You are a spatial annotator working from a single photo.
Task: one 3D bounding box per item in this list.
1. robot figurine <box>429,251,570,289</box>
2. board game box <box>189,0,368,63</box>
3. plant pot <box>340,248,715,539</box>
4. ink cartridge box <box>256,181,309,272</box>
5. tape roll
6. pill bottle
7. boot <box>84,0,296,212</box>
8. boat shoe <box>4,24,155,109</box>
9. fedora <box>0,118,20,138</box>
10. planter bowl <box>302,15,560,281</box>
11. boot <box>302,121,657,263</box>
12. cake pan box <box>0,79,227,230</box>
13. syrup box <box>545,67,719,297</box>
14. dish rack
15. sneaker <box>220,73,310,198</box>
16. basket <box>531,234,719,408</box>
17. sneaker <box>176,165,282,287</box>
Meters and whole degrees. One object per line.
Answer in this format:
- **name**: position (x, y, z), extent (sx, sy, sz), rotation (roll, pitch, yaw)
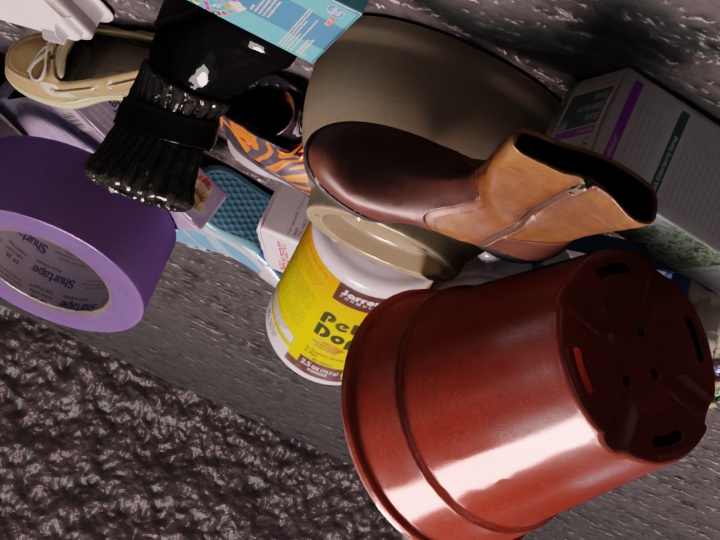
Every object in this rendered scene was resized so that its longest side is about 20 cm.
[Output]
- **robot figurine**: position (0.109, 0.033, 1.769), extent (0.112, 0.200, 0.170), rotation (6, 122, 17)
- **board game box**: position (-0.095, -0.216, 1.438), extent (0.199, 0.047, 0.151), rotation (27, 168, -9)
- **plant pot**: position (0.124, 0.082, 1.500), extent (0.200, 0.201, 0.195), rotation (31, 145, -29)
- **ink cartridge box**: position (0.017, -0.018, 1.968), extent (0.199, 0.084, 0.145), rotation (22, 168, 7)
- **tape roll**: position (-0.276, -0.032, 2.016), extent (0.199, 0.085, 0.200), rotation (18, 153, 9)
- **pill bottle**: position (0.000, 0.000, 1.734), extent (0.109, 0.109, 0.200), rotation (25, 143, -3)
- **boot**: position (-0.119, -0.123, 1.613), extent (0.079, 0.158, 0.211), rotation (29, 167, -23)
- **boat shoe**: position (-0.218, -0.174, 1.804), extent (0.200, 0.073, 0.063), rotation (13, 158, 31)
- **fedora**: position (-0.400, -0.133, 2.120), extent (0.200, 0.090, 0.177), rotation (40, 174, 30)
- **planter bowl**: position (0.039, -0.076, 1.569), extent (0.200, 0.135, 0.200), rotation (23, 167, 6)
- **boot**: position (0.069, -0.056, 1.383), extent (0.188, 0.069, 0.200), rotation (29, 169, -10)
- **cake pan box**: position (-0.241, -0.117, 2.036), extent (0.200, 0.052, 0.184), rotation (44, 159, -21)
- **syrup box**: position (0.221, -0.050, 1.454), extent (0.200, 0.082, 0.079), rotation (31, 165, -19)
- **dish rack**: position (-0.313, -0.241, 1.762), extent (0.199, 0.044, 0.172), rotation (17, 165, 28)
- **sneaker**: position (-0.031, -0.093, 1.763), extent (0.199, 0.078, 0.112), rotation (22, 169, 12)
- **basket**: position (0.224, 0.022, 1.611), extent (0.199, 0.140, 0.176), rotation (13, 161, 11)
- **sneaker**: position (-0.112, -0.034, 2.175), extent (0.200, 0.080, 0.130), rotation (40, 161, -22)
